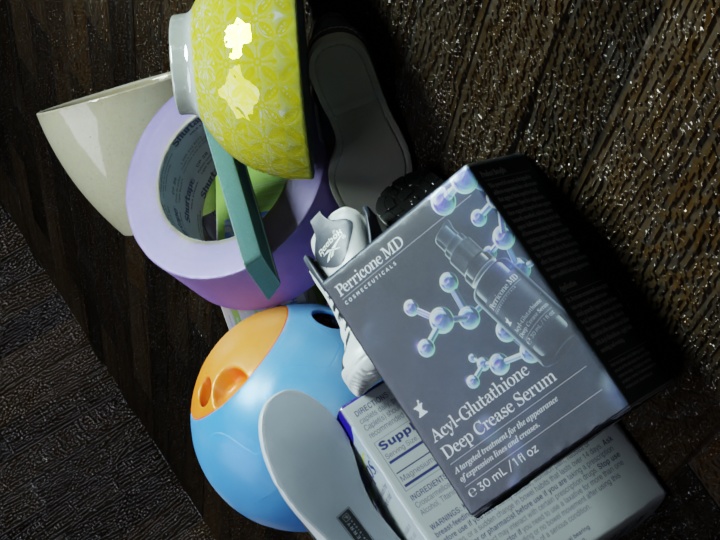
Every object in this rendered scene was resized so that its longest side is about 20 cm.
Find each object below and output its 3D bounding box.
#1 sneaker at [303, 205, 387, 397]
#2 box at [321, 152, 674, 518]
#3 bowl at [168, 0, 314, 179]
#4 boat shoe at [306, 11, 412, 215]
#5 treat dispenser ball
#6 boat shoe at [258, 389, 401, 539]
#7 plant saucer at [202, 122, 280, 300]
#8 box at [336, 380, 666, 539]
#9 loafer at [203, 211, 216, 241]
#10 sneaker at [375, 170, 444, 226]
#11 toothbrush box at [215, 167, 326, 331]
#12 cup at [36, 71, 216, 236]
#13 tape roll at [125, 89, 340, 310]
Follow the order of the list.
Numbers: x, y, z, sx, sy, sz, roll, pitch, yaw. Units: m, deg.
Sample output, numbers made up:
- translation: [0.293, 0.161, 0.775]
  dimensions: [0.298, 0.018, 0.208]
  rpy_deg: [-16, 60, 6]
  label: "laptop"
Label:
- translation: [-0.004, 0.014, 1.406]
  dimensions: [0.130, 0.079, 0.199]
  rpy_deg: [51, -157, -2]
  label: "sneaker"
- translation: [0.097, 0.043, 1.269]
  dimensions: [0.201, 0.148, 0.107]
  rpy_deg: [56, -153, 10]
  label: "box"
- translation: [-0.096, -0.169, 1.447]
  dimensions: [0.200, 0.106, 0.203]
  rpy_deg: [-5, -90, -89]
  label: "bowl"
- translation: [-0.002, -0.125, 1.500]
  dimensions: [0.063, 0.072, 0.201]
  rpy_deg: [-101, -4, -50]
  label: "boat shoe"
- translation: [-0.052, 0.130, 1.597]
  dimensions: [0.201, 0.200, 0.202]
  rpy_deg: [52, 162, 24]
  label: "treat dispenser ball"
- translation: [-0.019, 0.185, 1.418]
  dimensions: [0.201, 0.070, 0.066]
  rpy_deg: [54, 162, -3]
  label: "boat shoe"
- translation: [-0.104, -0.075, 1.505]
  dimensions: [0.070, 0.019, 0.202]
  rpy_deg: [59, -167, -61]
  label: "plant saucer"
- translation: [0.105, 0.157, 1.430]
  dimensions: [0.201, 0.183, 0.105]
  rpy_deg: [56, 165, 14]
  label: "box"
- translation: [-0.135, -0.075, 1.942]
  dimensions: [0.072, 0.072, 0.201]
  rpy_deg: [38, 154, 43]
  label: "loafer"
- translation: [0.091, -0.003, 1.422]
  dimensions: [0.088, 0.075, 0.200]
  rpy_deg: [58, 174, -38]
  label: "sneaker"
- translation: [-0.085, 0.000, 1.749]
  dimensions: [0.201, 0.085, 0.146]
  rpy_deg: [-98, -5, -46]
  label: "toothbrush box"
- translation: [-0.211, -0.118, 1.817]
  dimensions: [0.200, 0.198, 0.145]
  rpy_deg: [11, 118, 69]
  label: "cup"
- translation: [-0.103, -0.073, 1.593]
  dimensions: [0.200, 0.200, 0.085]
  rpy_deg: [49, -176, 31]
  label: "tape roll"
